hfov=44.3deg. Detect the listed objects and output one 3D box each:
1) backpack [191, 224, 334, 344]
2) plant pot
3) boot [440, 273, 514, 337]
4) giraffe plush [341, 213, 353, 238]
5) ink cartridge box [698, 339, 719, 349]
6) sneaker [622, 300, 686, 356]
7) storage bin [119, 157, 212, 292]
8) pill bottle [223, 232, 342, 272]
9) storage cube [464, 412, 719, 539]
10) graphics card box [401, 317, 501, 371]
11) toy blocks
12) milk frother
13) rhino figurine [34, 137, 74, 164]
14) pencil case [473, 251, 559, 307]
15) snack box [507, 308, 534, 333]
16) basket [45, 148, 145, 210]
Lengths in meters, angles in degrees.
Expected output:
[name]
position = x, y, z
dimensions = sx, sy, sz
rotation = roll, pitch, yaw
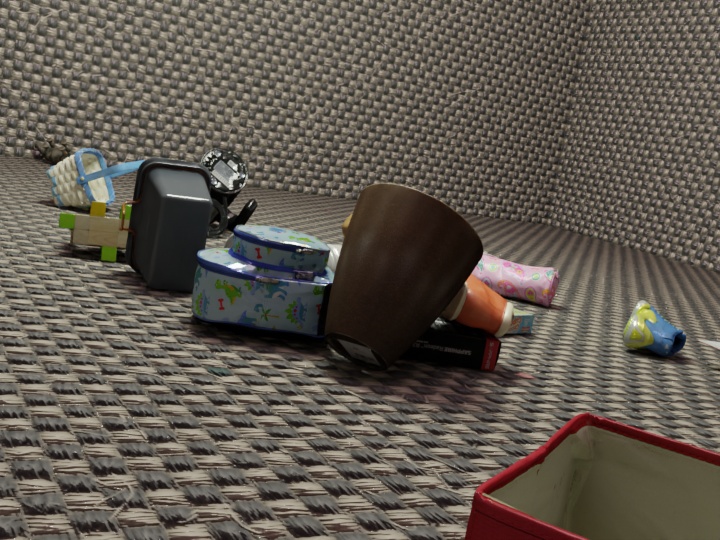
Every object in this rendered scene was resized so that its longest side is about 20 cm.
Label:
[backpack]
position = -0.136, 0.012, 1.256
dimensions = 0.198, 0.148, 0.183
rotation = 5, 8, -11
[plant pot]
position = 0.038, 0.023, 1.162
dimensions = 0.186, 0.201, 0.187
rotation = 24, -22, 10
[boot]
position = 0.173, 0.051, 1.315
dimensions = 0.106, 0.076, 0.200
rotation = 22, 11, 0
[giraffe plush]
position = 0.082, -0.021, 1.411
dimensions = 0.161, 0.201, 0.173
rotation = -28, -13, -4
[ink cartridge box]
position = 0.707, 0.172, 1.516
dimensions = 0.172, 0.044, 0.200
rotation = 5, 11, -24
[sneaker]
position = 0.542, 0.117, 1.629
dimensions = 0.104, 0.076, 0.200
rotation = 26, 21, 16
[storage bin]
position = -0.310, -0.066, 1.426
dimensions = 0.144, 0.202, 0.134
rotation = 6, 19, -23
[pill bottle]
position = -0.118, 0.000, 1.439
dimensions = 0.199, 0.115, 0.114
rotation = 4, 11, -34
[storage cube]
position = 0.142, 0.189, 0.389
dimensions = 0.199, 0.181, 0.171
rotation = 16, 11, 28
[graphics card box]
position = 0.092, 0.095, 1.292
dimensions = 0.198, 0.051, 0.125
rotation = 10, 10, -9
[toy blocks]
position = -0.447, -0.067, 1.605
dimensions = 0.198, 0.101, 0.137
rotation = 6, -1, -22
[milk frother]
position = -0.366, -0.154, 2.087
dimensions = 0.199, 0.181, 0.188
rotation = -33, -3, -35
[rhino figurine]
position = -1.020, -0.390, 2.934
dimensions = 0.199, 0.088, 0.060
rotation = 15, 49, 33
[pencil case]
position = 0.326, 0.017, 1.913
dimensions = 0.199, 0.088, 0.087
rotation = 15, 10, 23
[snack box]
position = 0.196, 0.079, 1.539
dimensions = 0.199, 0.037, 0.116
rotation = 2, 13, -42
[basket]
position = -0.616, -0.221, 2.083
dimensions = 0.198, 0.140, 0.176
rotation = -20, 5, 10
